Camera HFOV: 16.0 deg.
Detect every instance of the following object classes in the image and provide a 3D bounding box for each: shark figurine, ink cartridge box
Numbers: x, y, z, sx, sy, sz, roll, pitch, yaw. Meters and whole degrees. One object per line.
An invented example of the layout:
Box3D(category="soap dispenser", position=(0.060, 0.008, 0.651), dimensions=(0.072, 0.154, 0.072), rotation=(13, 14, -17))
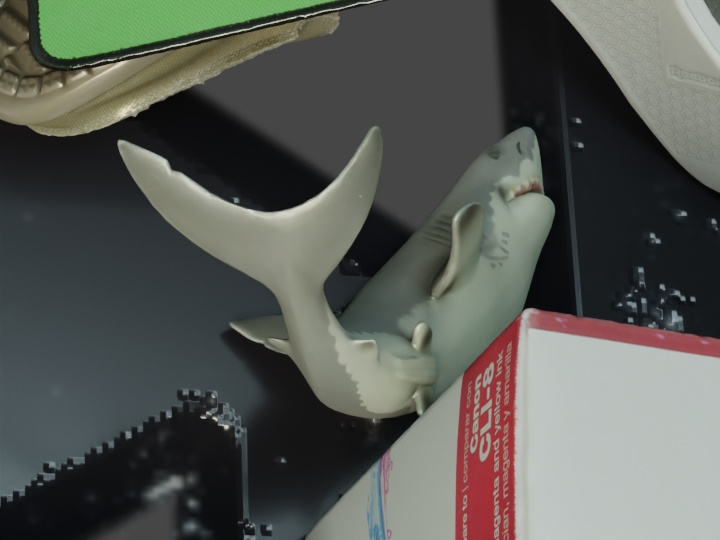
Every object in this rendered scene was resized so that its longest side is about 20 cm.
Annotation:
Box3D(category="shark figurine", position=(-0.009, 0.014, 0.820), dimensions=(0.089, 0.214, 0.128), rotation=(9, 96, 24))
Box3D(category="ink cartridge box", position=(0.075, 0.121, 0.750), dimensions=(0.145, 0.200, 0.145), rotation=(9, 64, -17))

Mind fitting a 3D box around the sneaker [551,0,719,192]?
Box3D(category="sneaker", position=(0.113, -0.131, 0.915), dimensions=(0.200, 0.071, 0.099), rotation=(54, 52, -24))

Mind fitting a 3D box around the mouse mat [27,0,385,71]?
Box3D(category="mouse mat", position=(-0.038, -0.154, 0.860), dimensions=(0.161, 0.008, 0.200), rotation=(-12, 53, 4))

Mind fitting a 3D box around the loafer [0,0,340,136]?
Box3D(category="loafer", position=(-0.041, -0.102, 0.870), dimensions=(0.200, 0.068, 0.076), rotation=(-35, 53, -13))
